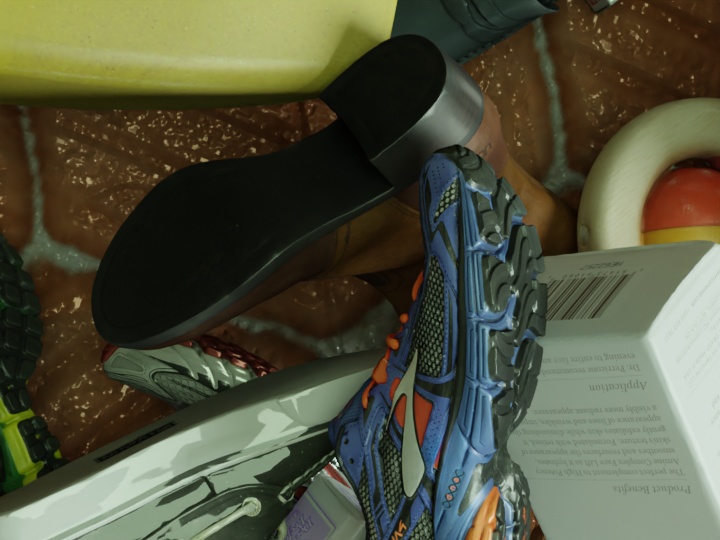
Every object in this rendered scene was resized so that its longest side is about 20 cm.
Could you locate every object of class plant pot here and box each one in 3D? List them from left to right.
[{"bbox_3d":[-0.079,-0.160,0.770,0.175,0.200,0.202,11,89,-19],"label":"plant pot"}]

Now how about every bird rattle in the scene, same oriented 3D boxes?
[{"bbox_3d":[0.176,-0.020,0.822,0.162,0.113,0.202,2,94,-25],"label":"bird rattle"}]

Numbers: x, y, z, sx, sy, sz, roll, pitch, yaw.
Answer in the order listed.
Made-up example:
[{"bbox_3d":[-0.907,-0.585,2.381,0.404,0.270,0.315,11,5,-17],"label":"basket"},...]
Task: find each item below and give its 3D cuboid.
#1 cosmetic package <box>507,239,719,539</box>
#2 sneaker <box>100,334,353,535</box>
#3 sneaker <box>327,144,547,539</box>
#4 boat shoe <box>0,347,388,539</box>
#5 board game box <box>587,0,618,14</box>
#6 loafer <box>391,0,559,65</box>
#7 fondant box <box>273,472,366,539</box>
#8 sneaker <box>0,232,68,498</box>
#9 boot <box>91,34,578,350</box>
[{"bbox_3d":[0.131,0.093,0.760,0.074,0.101,0.201,-44,117,-39],"label":"cosmetic package"},{"bbox_3d":[-0.037,0.095,0.824,0.200,0.078,0.082,36,87,-6],"label":"sneaker"},{"bbox_3d":[0.024,0.052,0.690,0.078,0.075,0.202,6,99,18],"label":"sneaker"},{"bbox_3d":[-0.062,0.091,0.746,0.199,0.071,0.064,-23,97,-8],"label":"boat shoe"},{"bbox_3d":[0.110,-0.243,0.866,0.126,0.035,0.201,-36,94,-6],"label":"board game box"},{"bbox_3d":[0.061,-0.140,0.815,0.200,0.071,0.068,-39,126,16],"label":"loafer"},{"bbox_3d":[0.020,0.203,0.803,0.200,0.058,0.145,37,91,-28],"label":"fondant box"},{"bbox_3d":[-0.189,0.059,0.800,0.078,0.085,0.201,4,66,-47],"label":"sneaker"},{"bbox_3d":[0.000,0.000,0.793,0.188,0.200,0.069,-41,57,4],"label":"boot"}]
